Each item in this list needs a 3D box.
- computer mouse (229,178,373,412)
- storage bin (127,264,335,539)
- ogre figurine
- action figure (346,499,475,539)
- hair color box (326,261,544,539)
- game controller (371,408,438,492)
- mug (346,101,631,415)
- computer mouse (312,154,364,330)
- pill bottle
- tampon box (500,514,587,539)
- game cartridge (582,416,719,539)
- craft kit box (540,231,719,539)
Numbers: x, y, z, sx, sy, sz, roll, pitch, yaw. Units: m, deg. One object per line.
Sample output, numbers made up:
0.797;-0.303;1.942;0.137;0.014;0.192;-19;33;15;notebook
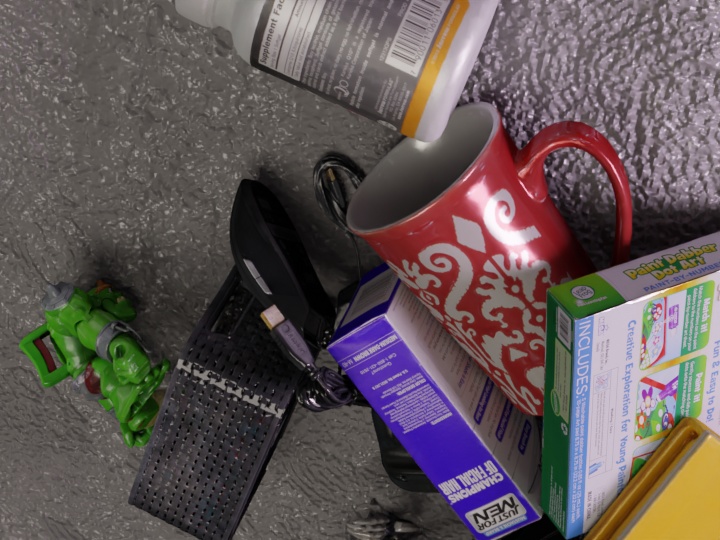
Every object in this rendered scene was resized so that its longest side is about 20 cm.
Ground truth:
-0.061;0.025;1.154;0.046;0.140;0.201;-31;82;14;computer mouse
-0.105;0.112;1.269;0.093;0.136;0.201;25;129;2;storage bin
-0.215;0.074;1.296;0.120;0.200;0.098;44;90;12;ogre figurine
0.022;0.256;1.316;0.101;0.120;0.199;11;170;-35;action figure
0.067;0.093;1.172;0.065;0.110;0.201;-31;106;29;hair color box
0.105;0.135;1.277;0.198;0.042;0.106;-3;108;22;game controller
0.113;-0.004;1.103;0.177;0.134;0.200;-9;126;50;mug
0.000;0.000;1.223;0.058;0.034;0.202;-6;115;12;computer mouse
-0.016;-0.176;1.044;0.198;0.117;0.117;25;129;3;pill bottle
0.195;0.319;1.310;0.200;0.127;0.150;43;127;-12;tampon box
0.245;0.215;1.162;0.177;0.032;0.199;-51;133;6;game cartridge
0.222;0.075;1.104;0.195;0.049;0.202;-15;127;-17;craft kit box
